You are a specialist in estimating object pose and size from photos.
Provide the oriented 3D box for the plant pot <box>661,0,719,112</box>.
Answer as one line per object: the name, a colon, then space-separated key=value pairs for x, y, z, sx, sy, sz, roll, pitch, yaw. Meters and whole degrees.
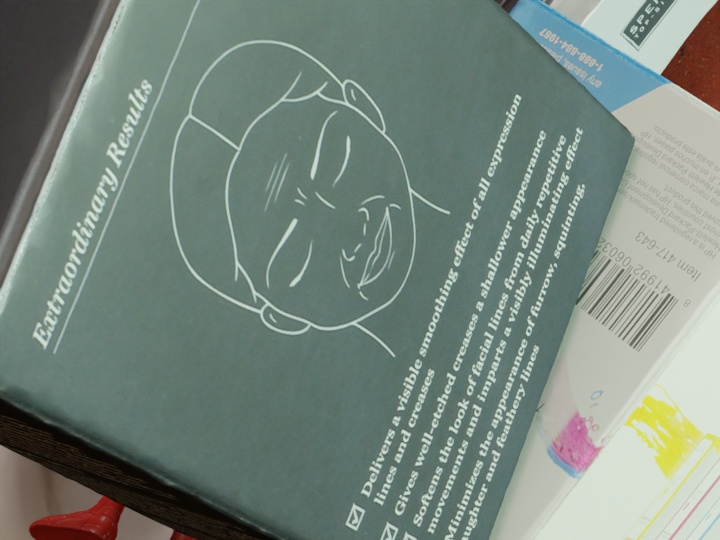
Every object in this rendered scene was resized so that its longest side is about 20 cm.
plant pot: x=0.145 y=-0.089 z=0.840 sx=0.200 sy=0.200 sz=0.177 roll=24 pitch=83 yaw=37

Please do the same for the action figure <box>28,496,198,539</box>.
action figure: x=-0.048 y=0.017 z=0.719 sx=0.052 sy=0.065 sz=0.200 roll=-8 pitch=45 yaw=43

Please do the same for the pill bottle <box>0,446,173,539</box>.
pill bottle: x=-0.142 y=0.072 z=0.797 sx=0.200 sy=0.112 sz=0.112 roll=-4 pitch=51 yaw=50

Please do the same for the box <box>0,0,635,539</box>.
box: x=-0.039 y=-0.017 z=0.543 sx=0.107 sy=0.200 sz=0.149 roll=12 pitch=74 yaw=39

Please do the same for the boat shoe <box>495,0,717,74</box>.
boat shoe: x=0.094 y=-0.119 z=0.722 sx=0.068 sy=0.072 sz=0.200 roll=38 pitch=92 yaw=40

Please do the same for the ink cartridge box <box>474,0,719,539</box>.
ink cartridge box: x=0.057 y=0.046 z=0.658 sx=0.200 sy=0.125 sz=0.129 roll=-52 pitch=48 yaw=3
